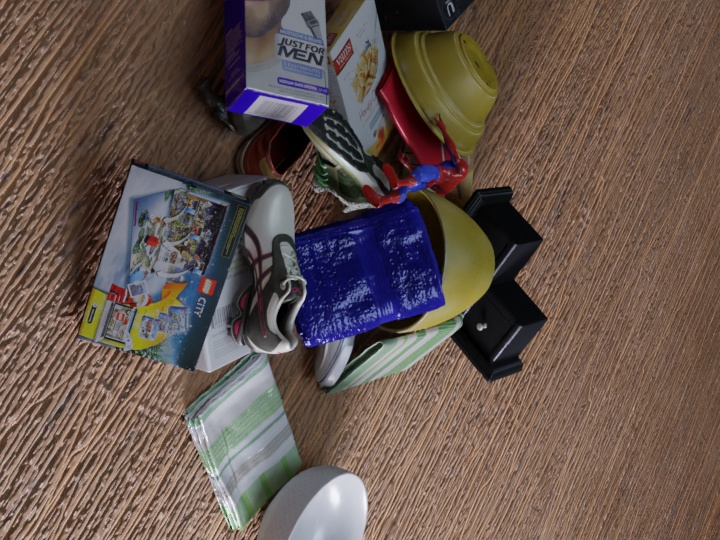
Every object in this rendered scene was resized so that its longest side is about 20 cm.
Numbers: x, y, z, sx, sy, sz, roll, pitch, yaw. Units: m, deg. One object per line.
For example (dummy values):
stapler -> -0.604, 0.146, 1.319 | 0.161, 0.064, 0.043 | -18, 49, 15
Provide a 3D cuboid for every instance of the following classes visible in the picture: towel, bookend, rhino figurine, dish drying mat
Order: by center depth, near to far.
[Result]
rhino figurine -> -0.113, -0.244, 1.316 | 0.200, 0.059, 0.088 | -50, 128, -33
towel -> 0.000, 0.000, 1.344 | 0.197, 0.050, 0.150 | -17, 77, -14
towel -> -0.145, 0.223, 1.403 | 0.149, 0.030, 0.202 | -40, 127, -36
dish drying mat -> 0.081, -0.197, 1.495 | 0.201, 0.018, 0.077 | 57, 41, -36
towel -> 0.049, 0.119, 1.539 | 0.198, 0.152, 0.024 | -12, 67, -48
bookend -> 0.203, 0.019, 1.581 | 0.091, 0.201, 0.200 | -10, 143, -48

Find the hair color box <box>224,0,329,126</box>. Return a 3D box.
hair color box -> -0.099, -0.279, 1.247 | 0.108, 0.065, 0.203 | 7, 68, -30

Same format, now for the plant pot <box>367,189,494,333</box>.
plant pot -> 0.103, -0.011, 1.494 | 0.140, 0.199, 0.204 | 6, 94, -37

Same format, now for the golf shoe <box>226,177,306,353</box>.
golf shoe -> -0.093, -0.004, 1.242 | 0.077, 0.087, 0.204 | 3, 94, -50

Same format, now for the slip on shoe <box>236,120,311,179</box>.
slip on shoe -> -0.080, -0.185, 1.367 | 0.201, 0.061, 0.075 | -54, 131, -31

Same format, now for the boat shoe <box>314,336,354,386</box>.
boat shoe -> -0.041, 0.055, 1.471 | 0.069, 0.071, 0.203 | 16, 89, -22

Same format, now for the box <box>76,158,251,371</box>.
box -> -0.215, -0.003, 1.173 | 0.135, 0.038, 0.203 | 18, 102, -16

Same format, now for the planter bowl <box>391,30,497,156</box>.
planter bowl -> 0.134, -0.268, 1.489 | 0.200, 0.083, 0.202 | 41, 31, -32

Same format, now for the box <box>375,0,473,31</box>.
box -> 0.066, -0.434, 1.437 | 0.106, 0.121, 0.202 | -50, 131, -31

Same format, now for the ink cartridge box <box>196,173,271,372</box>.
ink cartridge box -> -0.169, -0.003, 1.283 | 0.144, 0.083, 0.203 | -23, 115, -45

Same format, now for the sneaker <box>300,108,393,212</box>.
sneaker -> -0.033, -0.126, 1.361 | 0.200, 0.088, 0.078 | 45, 29, -46

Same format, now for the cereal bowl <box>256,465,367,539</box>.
cereal bowl -> -0.078, 0.356, 1.459 | 0.199, 0.082, 0.203 | -31, 130, -45

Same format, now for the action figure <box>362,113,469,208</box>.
action figure -> 0.071, -0.141, 1.379 | 0.199, 0.065, 0.100 | -11, 66, -51

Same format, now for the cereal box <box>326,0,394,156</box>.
cereal box -> -0.004, -0.245, 1.414 | 0.202, 0.039, 0.145 | 74, 33, -43

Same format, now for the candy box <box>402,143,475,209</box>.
candy box -> 0.118, -0.151, 1.612 | 0.115, 0.055, 0.204 | -5, 101, -49
